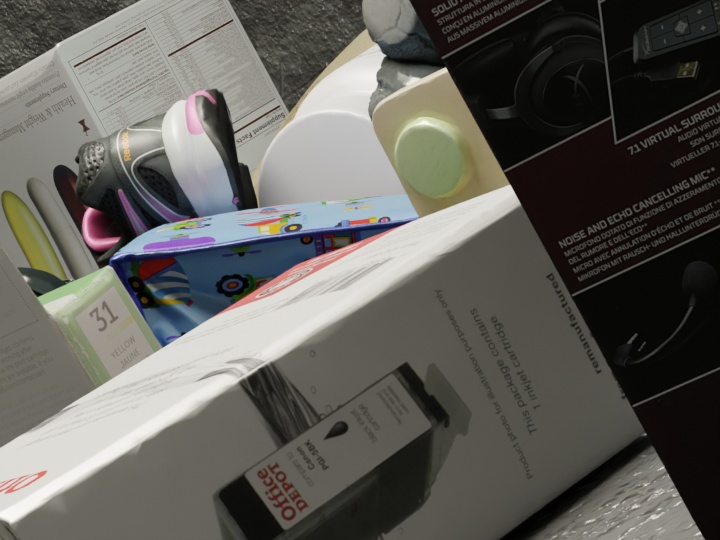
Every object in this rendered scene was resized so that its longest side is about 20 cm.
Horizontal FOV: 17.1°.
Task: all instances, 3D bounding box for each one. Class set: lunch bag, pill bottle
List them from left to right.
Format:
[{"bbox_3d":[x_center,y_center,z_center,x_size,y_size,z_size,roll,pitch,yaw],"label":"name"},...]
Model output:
[{"bbox_3d":[0.000,0.000,1.069,0.199,0.095,0.151,-19,4,1],"label":"lunch bag"},{"bbox_3d":[0.030,-0.065,1.261,0.113,0.114,0.200,-24,8,30],"label":"pill bottle"}]

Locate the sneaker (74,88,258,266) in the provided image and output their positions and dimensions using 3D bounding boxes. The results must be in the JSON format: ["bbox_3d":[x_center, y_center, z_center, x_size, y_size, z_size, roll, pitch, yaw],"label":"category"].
[{"bbox_3d":[-0.095,-0.023,1.207,0.086,0.081,0.200,-11,-33,2],"label":"sneaker"}]

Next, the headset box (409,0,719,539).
[{"bbox_3d":[0.086,-0.056,0.599,0.077,0.201,0.149,-25,6,25],"label":"headset box"}]

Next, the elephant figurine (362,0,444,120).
[{"bbox_3d":[0.105,-0.109,1.163,0.141,0.156,0.200,-4,-1,36],"label":"elephant figurine"}]

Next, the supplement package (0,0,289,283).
[{"bbox_3d":[-0.153,-0.066,1.633,0.147,0.201,0.191,-34,8,-37],"label":"supplement package"}]

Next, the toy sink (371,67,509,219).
[{"bbox_3d":[0.094,-0.043,0.843,0.130,0.112,0.200,-24,8,36],"label":"toy sink"}]

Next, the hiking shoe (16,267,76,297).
[{"bbox_3d":[-0.136,0.032,1.023,0.200,0.074,0.087,108,-173,-67],"label":"hiking shoe"}]

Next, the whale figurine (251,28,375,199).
[{"bbox_3d":[0.005,-0.075,1.502,0.200,0.104,0.159,-32,24,53],"label":"whale figurine"}]

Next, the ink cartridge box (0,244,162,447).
[{"bbox_3d":[-0.151,0.029,0.908,0.145,0.201,0.048,-23,11,40],"label":"ink cartridge box"}]

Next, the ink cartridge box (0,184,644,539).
[{"bbox_3d":[-0.036,0.064,0.690,0.200,0.083,0.147,-32,7,-32],"label":"ink cartridge box"}]
